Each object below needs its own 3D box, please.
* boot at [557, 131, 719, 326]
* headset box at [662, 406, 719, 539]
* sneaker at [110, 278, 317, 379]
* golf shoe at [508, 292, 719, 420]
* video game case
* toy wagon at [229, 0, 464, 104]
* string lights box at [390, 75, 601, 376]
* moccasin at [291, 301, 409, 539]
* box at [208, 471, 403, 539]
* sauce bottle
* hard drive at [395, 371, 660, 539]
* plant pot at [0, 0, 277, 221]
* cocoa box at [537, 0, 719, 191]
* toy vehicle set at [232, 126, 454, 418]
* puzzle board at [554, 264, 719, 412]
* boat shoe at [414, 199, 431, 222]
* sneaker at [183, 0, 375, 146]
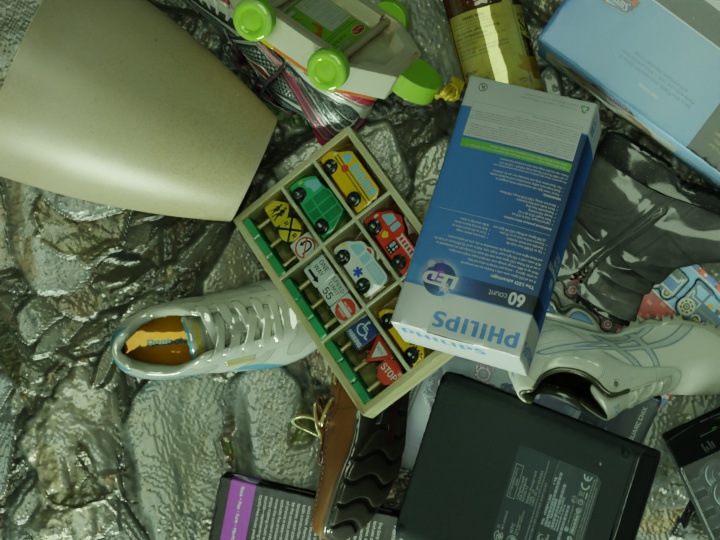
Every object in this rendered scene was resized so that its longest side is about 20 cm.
[{"bbox_3d":[0.244,-0.008,1.176,0.199,0.070,0.132,33,103,11],"label":"boot"},{"bbox_3d":[0.331,0.142,1.125,0.198,0.174,0.093,-25,89,6],"label":"headset box"},{"bbox_3d":[-0.108,0.052,1.222,0.198,0.081,0.077,-14,89,3],"label":"sneaker"},{"bbox_3d":[0.207,0.084,1.148,0.198,0.098,0.079,8,137,1],"label":"golf shoe"},{"bbox_3d":[0.128,0.128,1.219,0.198,0.019,0.144,24,103,5],"label":"video game case"},{"bbox_3d":[-0.011,-0.183,1.167,0.199,0.155,0.040,35,122,4],"label":"toy wagon"},{"bbox_3d":[0.103,-0.035,1.107,0.102,0.059,0.202,15,77,17],"label":"string lights box"},{"bbox_3d":[-0.007,0.118,1.207,0.077,0.073,0.204,9,91,43],"label":"moccasin"},{"bbox_3d":[-0.034,0.261,1.245,0.198,0.036,0.145,12,94,8],"label":"box"},{"bbox_3d":[0.102,-0.203,1.194,0.065,0.066,0.202,-14,92,7],"label":"sauce bottle"},{"bbox_3d":[0.122,0.173,1.136,0.199,0.033,0.141,19,93,43],"label":"hard drive"},{"bbox_3d":[-0.174,-0.124,1.189,0.198,0.187,0.189,25,95,-8],"label":"plant pot"},{"bbox_3d":[0.251,-0.166,1.143,0.199,0.133,0.132,37,96,4],"label":"cocoa box"},{"bbox_3d":[0.000,0.000,1.174,0.124,0.026,0.201,-39,69,8],"label":"toy vehicle set"},{"bbox_3d":[0.195,0.022,1.216,0.200,0.017,0.151,43,96,4],"label":"puzzle board"},{"bbox_3d":[0.094,-0.060,1.197,0.200,0.072,0.065,-39,68,15],"label":"boat shoe"},{"bbox_3d":[-0.077,-0.180,1.213,0.200,0.081,0.075,39,122,10],"label":"sneaker"}]
